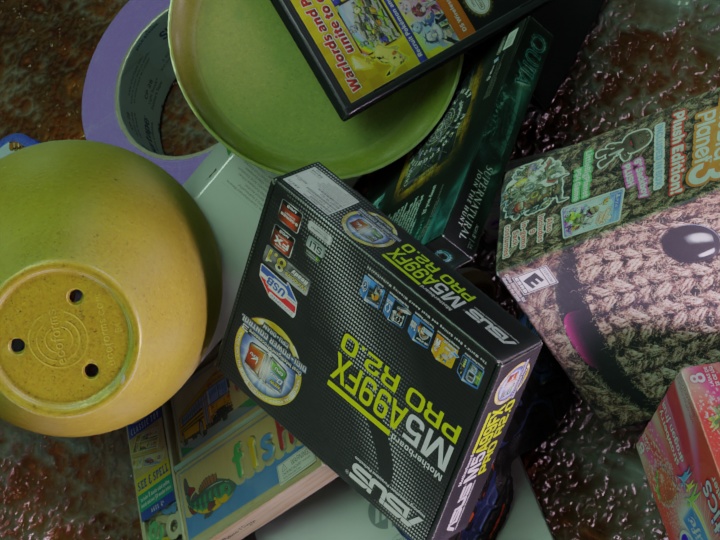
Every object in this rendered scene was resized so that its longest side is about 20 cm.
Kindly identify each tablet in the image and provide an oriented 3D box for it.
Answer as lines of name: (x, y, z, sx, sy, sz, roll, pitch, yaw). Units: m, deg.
tablet: (0.027, 0.182, 1.468, 0.199, 0.014, 0.131, -30, 58, 14)

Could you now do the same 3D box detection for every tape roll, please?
tape roll: (-0.112, -0.136, 1.645, 0.199, 0.066, 0.201, -11, 64, 24)

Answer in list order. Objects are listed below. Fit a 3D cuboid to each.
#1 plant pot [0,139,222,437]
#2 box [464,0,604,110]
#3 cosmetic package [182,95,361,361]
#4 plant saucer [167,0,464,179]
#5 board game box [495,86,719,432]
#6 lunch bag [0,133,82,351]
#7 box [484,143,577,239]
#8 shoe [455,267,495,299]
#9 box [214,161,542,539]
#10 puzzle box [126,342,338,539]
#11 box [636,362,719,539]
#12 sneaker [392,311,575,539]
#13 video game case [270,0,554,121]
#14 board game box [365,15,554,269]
plant pot: (-0.189, 0.025, 1.398, 0.199, 0.142, 0.201, -1, 103, -4)
box: (0.112, -0.235, 1.557, 0.141, 0.079, 0.201, 24, 82, 38)
cosmetic package: (-0.093, -0.028, 1.520, 0.200, 0.085, 0.108, -48, 12, 5)
plant saucer: (-0.030, -0.156, 1.447, 0.199, 0.031, 0.201, 1, 81, -9)
board game box: (0.208, -0.010, 1.340, 0.199, 0.160, 0.097, -22, 36, 24)
lunch bag: (-0.249, -0.005, 1.571, 0.124, 0.200, 0.170, 34, 90, -8)
box: (0.174, -0.067, 1.478, 0.199, 0.039, 0.042, -14, 62, 23)
shoe: (0.006, 0.058, 1.495, 0.200, 0.070, 0.053, -40, 61, 11)
box: (0.006, 0.053, 1.354, 0.200, 0.044, 0.161, 40, 130, 25)
puzzle box: (-0.090, 0.118, 1.507, 0.200, 0.025, 0.134, -36, 53, 37)
box: (0.249, 0.160, 1.287, 0.094, 0.103, 0.201, -8, 60, -16)
sneaker: (0.078, 0.097, 1.427, 0.078, 0.075, 0.201, 24, 78, 34)
video game case: (0.015, -0.229, 1.436, 0.180, 0.026, 0.201, -30, 87, -12)
board game box: (0.051, -0.066, 1.424, 0.135, 0.028, 0.201, -30, 30, 48)
